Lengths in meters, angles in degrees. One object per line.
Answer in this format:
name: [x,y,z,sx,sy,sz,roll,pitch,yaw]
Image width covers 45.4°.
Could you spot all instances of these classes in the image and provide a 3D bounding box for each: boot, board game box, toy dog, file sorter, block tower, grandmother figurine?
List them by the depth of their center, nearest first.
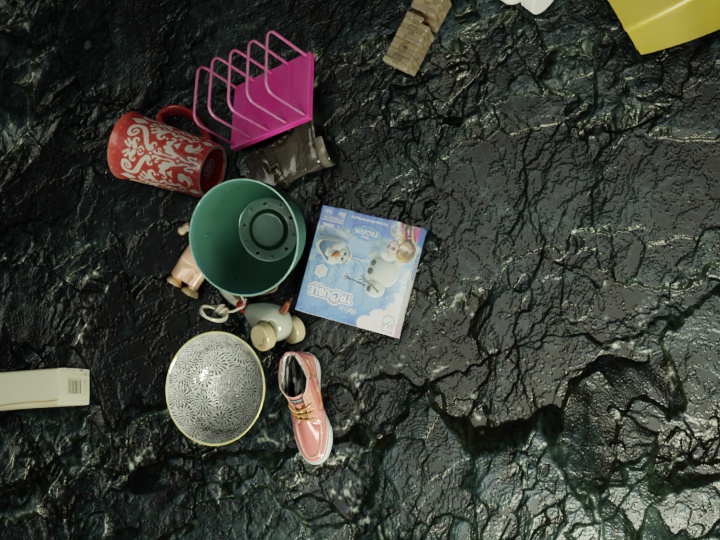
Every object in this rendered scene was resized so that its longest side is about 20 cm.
board game box: [0.000,0.000,1.557,0.198,0.043,0.202,13,87,20]
toy dog: [-0.185,0.060,1.573,0.198,0.132,0.097,28,120,12]
block tower: [0.115,-0.458,1.588,0.054,0.058,0.202,28,89,20]
file sorter: [-0.201,-0.334,1.592,0.198,0.125,0.141,-15,65,35]
boot: [-0.148,-0.243,1.634,0.172,0.069,0.202,-22,72,17]
grandmother figurine: [-0.297,-0.053,1.660,0.121,0.061,0.201,34,90,-8]

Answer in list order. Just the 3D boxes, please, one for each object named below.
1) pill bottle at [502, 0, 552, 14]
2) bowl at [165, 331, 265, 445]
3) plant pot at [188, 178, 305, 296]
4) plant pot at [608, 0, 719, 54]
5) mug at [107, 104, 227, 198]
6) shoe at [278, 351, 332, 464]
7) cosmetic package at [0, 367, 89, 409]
pill bottle: [0.258,-0.544,1.525,0.200,0.111,0.111,44,96,19]
bowl: [-0.246,0.216,1.576,0.198,0.094,0.204,-3,81,19]
plant pot: [-0.186,-0.067,1.552,0.198,0.161,0.204,2,98,11]
plant pot: [0.492,-0.471,1.402,0.175,0.199,0.202,-32,72,23]
mug: [-0.364,-0.239,1.673,0.198,0.133,0.180,18,89,17]
shoe: [-0.103,0.242,1.526,0.071,0.091,0.203,-11,78,16]
cosmetic package: [-0.648,0.235,1.701,0.197,0.103,0.074,-7,80,18]
